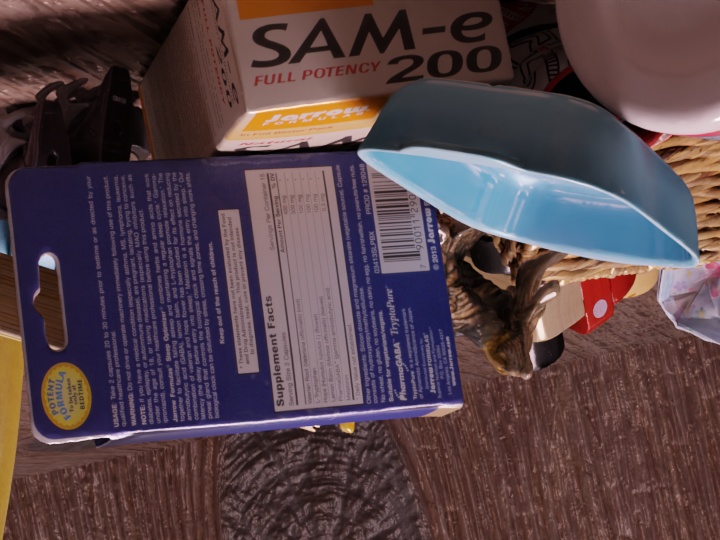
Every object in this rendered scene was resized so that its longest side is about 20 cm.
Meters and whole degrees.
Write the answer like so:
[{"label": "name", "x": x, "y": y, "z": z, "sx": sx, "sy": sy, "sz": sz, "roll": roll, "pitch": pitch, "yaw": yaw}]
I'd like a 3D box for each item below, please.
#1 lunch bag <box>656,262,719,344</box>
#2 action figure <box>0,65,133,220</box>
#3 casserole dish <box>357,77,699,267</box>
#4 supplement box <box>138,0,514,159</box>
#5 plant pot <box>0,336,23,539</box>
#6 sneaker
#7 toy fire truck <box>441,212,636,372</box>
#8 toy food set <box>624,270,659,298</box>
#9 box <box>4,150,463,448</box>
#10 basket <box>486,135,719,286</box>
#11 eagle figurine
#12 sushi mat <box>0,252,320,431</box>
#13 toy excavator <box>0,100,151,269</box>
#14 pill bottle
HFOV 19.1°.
[{"label": "lunch bag", "x": 0.290, "y": -0.045, "z": 1.369, "sx": 0.169, "sy": 0.128, "sz": 0.200, "roll": -37, "pitch": -178, "yaw": -33}, {"label": "action figure", "x": -0.204, "y": -0.055, "z": 1.015, "sx": 0.199, "sy": 0.070, "sz": 0.130, "roll": -2, "pitch": -176, "yaw": 31}, {"label": "casserole dish", "x": 0.079, "y": -0.042, "z": 0.922, "sx": 0.120, "sy": 0.039, "sz": 0.200, "roll": 10, "pitch": 173, "yaw": 26}, {"label": "supplement box", "x": -0.023, "y": -0.087, "z": 0.998, "sx": 0.125, "sy": 0.074, "sz": 0.200, "roll": -9, "pitch": 171, "yaw": -16}, {"label": "plant pot", "x": -0.269, "y": 0.069, "z": 1.021, "sx": 0.199, "sy": 0.178, "sz": 0.200, "roll": 25, "pitch": 173, "yaw": -26}, {"label": "sneaker", "x": 0.142, "y": -0.094, "z": 1.039, "sx": 0.200, "sy": 0.068, "sz": 0.108, "roll": -4, "pitch": -153, "yaw": -26}, {"label": "toy fire truck", "x": 0.119, "y": -0.030, "z": 1.353, "sx": 0.199, "sy": 0.129, "sz": 0.176, "roll": -32, "pitch": -145, "yaw": -26}, {"label": "toy food set", "x": 0.098, "y": -0.013, "z": 1.518, "sx": 0.198, "sy": 0.049, "sz": 0.198, "roll": -11, "pitch": -163, "yaw": -20}, {"label": "box", "x": -0.057, "y": 0.011, "z": 0.943, "sx": 0.198, "sy": 0.122, "sz": 0.032, "roll": -3, "pitch": 169, "yaw": -24}, {"label": "basket", "x": 0.155, "y": -0.096, "z": 1.214, "sx": 0.198, "sy": 0.150, "sz": 0.143, "roll": -7, "pitch": 138, "yaw": -23}, {"label": "eagle figurine", "x": -0.002, "y": 0.006, "z": 1.098, "sx": 0.199, "sy": 0.152, "sz": 0.152, "roll": 20, "pitch": 140, "yaw": 3}, {"label": "sushi mat", "x": -0.114, "y": 0.025, "z": 0.979, "sx": 0.199, "sy": 0.012, "sz": 0.096, "roll": 18, "pitch": -161, "yaw": -16}, {"label": "toy excavator", "x": -0.220, "y": -0.026, "z": 1.148, "sx": 0.198, "sy": 0.101, "sz": 0.194, "roll": 5, "pitch": 166, "yaw": -14}, {"label": "pill bottle", "x": 0.181, "y": -0.113, "z": 0.931, "sx": 0.119, "sy": 0.121, "sz": 0.199, "roll": -16, "pitch": 171, "yaw": 33}]
